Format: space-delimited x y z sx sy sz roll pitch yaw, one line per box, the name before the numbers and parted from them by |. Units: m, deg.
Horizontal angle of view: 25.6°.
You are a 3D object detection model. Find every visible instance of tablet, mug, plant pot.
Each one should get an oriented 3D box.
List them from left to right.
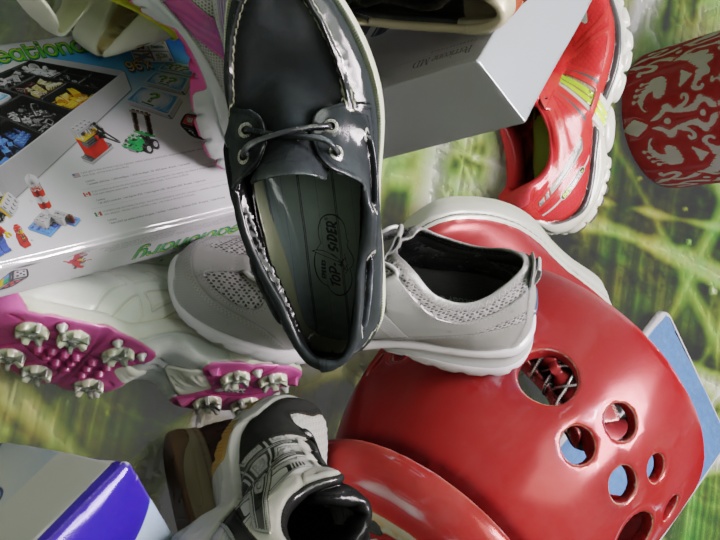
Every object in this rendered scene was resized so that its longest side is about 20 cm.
plant pot | 0.073 0.124 0.919 0.183 0.200 0.201 -46 115 -34
tablet | 0.202 0.136 1.163 0.200 0.014 0.130 -44 114 -37
mug | 0.319 -0.121 1.182 0.177 0.199 0.134 19 71 -41

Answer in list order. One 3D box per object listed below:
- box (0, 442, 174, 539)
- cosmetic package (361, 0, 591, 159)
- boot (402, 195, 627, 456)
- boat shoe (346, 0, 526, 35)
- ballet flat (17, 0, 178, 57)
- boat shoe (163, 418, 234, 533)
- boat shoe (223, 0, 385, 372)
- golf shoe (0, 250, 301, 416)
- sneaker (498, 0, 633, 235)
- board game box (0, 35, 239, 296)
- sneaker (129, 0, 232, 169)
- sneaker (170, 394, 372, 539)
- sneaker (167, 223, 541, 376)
box | -0.155 0.216 0.739 0.184 0.105 0.201 -47 123 -37
cosmetic package | 0.039 -0.134 0.920 0.052 0.200 0.151 46 55 -27
boot | 0.111 0.043 1.013 0.200 0.072 0.145 29 35 -39
boat shoe | -0.005 -0.159 0.832 0.071 0.199 0.063 74 33 -45
ballet flat | -0.133 -0.146 0.807 0.067 0.067 0.200 -61 163 2
boat shoe | -0.052 0.178 0.869 0.072 0.072 0.201 -14 88 -18
boat shoe | -0.028 -0.044 0.737 0.066 0.074 0.200 -71 159 -67
golf shoe | -0.121 0.021 0.849 0.199 0.075 0.092 16 56 -42
sneaker | 0.134 -0.127 1.098 0.085 0.077 0.201 14 74 -36
board game box | -0.147 -0.061 0.814 0.199 0.035 0.127 -16 67 -43
sneaker | -0.053 -0.138 0.779 0.200 0.088 0.082 65 31 -43
sneaker | -0.029 0.121 0.773 0.200 0.087 0.076 -69 138 -63
sneaker | 0.000 0.000 0.827 0.199 0.082 0.075 4 50 -10
